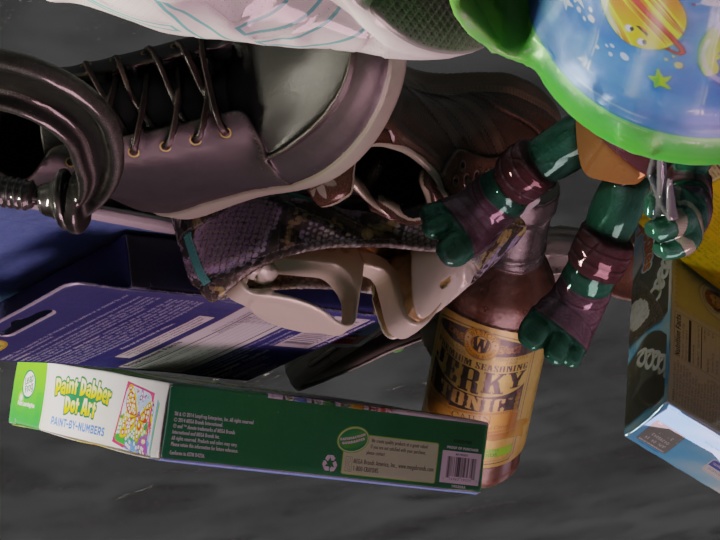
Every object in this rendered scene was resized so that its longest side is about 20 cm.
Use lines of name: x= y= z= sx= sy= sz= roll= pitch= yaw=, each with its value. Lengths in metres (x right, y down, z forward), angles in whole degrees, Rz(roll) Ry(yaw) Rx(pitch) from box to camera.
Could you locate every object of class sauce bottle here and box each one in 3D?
sauce bottle: x=0.073 y=0.030 z=1.356 sx=0.064 sy=0.065 sz=0.201 roll=-6 pitch=130 yaw=-16

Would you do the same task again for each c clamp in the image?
c clamp: x=-0.185 y=-0.052 z=1.018 sx=0.198 sy=0.027 sz=0.171 roll=6 pitch=149 yaw=14

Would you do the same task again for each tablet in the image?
tablet: x=-0.160 y=-0.009 z=1.174 sx=0.130 sy=0.014 sz=0.199 roll=-21 pitch=160 yaw=35

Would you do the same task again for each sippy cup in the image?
sippy cup: x=0.128 y=-0.128 z=0.900 sx=0.178 sy=0.140 sz=0.131 roll=-40 pitch=159 yaw=-18

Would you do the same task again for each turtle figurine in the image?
turtle figurine: x=0.110 y=-0.060 z=1.044 sx=0.100 sy=0.150 sz=0.200 roll=-6 pitch=142 yaw=-39

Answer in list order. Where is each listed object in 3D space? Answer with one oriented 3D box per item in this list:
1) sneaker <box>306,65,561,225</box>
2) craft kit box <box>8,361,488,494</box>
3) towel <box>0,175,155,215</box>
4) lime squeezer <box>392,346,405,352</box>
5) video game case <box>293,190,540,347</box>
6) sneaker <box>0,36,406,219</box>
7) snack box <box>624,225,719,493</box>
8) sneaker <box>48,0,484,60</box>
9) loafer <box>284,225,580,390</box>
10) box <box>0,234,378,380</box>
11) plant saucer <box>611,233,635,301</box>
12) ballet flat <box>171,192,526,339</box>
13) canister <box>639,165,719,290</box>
sneaker: x=0.028 y=-0.053 z=1.158 sx=0.070 sy=0.076 sz=0.199 roll=-23 pitch=160 yaw=37
craft kit box: x=-0.064 y=0.085 z=1.357 sx=0.199 sy=0.049 sz=0.197 roll=9 pitch=175 yaw=-31
towel: x=-0.159 y=-0.004 z=1.275 sx=0.192 sy=0.035 sz=0.199 roll=6 pitch=156 yaw=-43
lime squeezer: x=0.040 y=0.021 z=1.509 sx=0.199 sy=0.038 sz=0.071 roll=-22 pitch=-167 yaw=31
video game case: x=-0.016 y=-0.005 z=1.290 sx=0.142 sy=0.018 sz=0.200 roll=1 pitch=155 yaw=-30
sneaker: x=-0.072 y=-0.069 z=1.043 sx=0.106 sy=0.075 sz=0.199 roll=4 pitch=159 yaw=-39
snack box: x=0.195 y=0.032 z=1.278 sx=0.116 sy=0.201 sz=0.037 roll=31 pitch=130 yaw=-18
sneaker: x=-0.035 y=-0.119 z=0.936 sx=0.199 sy=0.071 sz=0.080 roll=9 pitch=165 yaw=-35
loafer: x=0.046 y=0.022 z=1.429 sx=0.198 sy=0.070 sz=0.070 roll=-14 pitch=163 yaw=12
box: x=-0.098 y=0.020 z=1.227 sx=0.199 sy=0.033 sz=0.121 roll=6 pitch=158 yaw=-43
plant saucer: x=0.234 y=-0.028 z=1.450 sx=0.198 sy=0.035 sz=0.200 roll=-11 pitch=163 yaw=-3
ballet flat: x=0.000 y=0.000 z=1.189 sx=0.199 sy=0.073 sz=0.072 roll=4 pitch=159 yaw=-34
canister: x=0.233 y=-0.054 z=1.188 sx=0.148 sy=0.087 sz=0.200 roll=37 pitch=150 yaw=-13
